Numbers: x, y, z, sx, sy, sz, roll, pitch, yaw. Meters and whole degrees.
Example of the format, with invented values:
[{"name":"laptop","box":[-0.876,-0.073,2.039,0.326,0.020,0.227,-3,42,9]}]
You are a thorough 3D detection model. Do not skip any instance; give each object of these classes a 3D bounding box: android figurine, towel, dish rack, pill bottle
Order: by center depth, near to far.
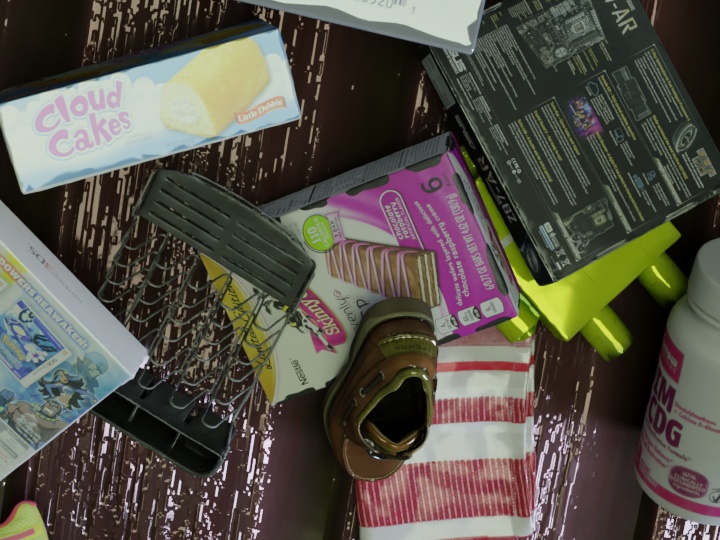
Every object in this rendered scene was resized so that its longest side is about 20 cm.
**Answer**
[{"name":"dish rack","box":[-0.126,0.033,1.326,0.153,0.055,0.200,31,119,3]},{"name":"pill bottle","box":[0.279,0.082,1.392,0.113,0.113,0.200,2,121,-10]},{"name":"android figurine","box":[0.155,-0.033,1.400,0.182,0.041,0.200,-44,98,-5]},{"name":"towel","box":[0.066,0.121,1.440,0.144,0.023,0.200,-3,103,-8]}]

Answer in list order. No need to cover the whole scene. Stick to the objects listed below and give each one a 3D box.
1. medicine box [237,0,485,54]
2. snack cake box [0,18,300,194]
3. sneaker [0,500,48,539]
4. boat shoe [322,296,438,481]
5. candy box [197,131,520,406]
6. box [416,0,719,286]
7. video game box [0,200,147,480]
[{"name":"medicine box","box":[-0.018,-0.223,1.255,0.182,0.200,0.103,11,101,-12]},{"name":"snack cake box","box":[-0.150,-0.118,1.301,0.200,0.115,0.067,-16,104,-6]},{"name":"sneaker","box":[-0.326,0.209,1.374,0.200,0.078,0.090,-3,89,-10]},{"name":"boat shoe","box":[0.014,0.105,1.335,0.072,0.068,0.200,-4,143,-9]},{"name":"candy box","box":[0.000,0.000,1.354,0.200,0.061,0.136,-21,106,14]},{"name":"box","box":[0.157,-0.112,1.354,0.160,0.044,0.200,-29,91,-11]},{"name":"video game box","box":[-0.284,0.044,1.314,0.182,0.047,0.200,-36,104,26]}]
